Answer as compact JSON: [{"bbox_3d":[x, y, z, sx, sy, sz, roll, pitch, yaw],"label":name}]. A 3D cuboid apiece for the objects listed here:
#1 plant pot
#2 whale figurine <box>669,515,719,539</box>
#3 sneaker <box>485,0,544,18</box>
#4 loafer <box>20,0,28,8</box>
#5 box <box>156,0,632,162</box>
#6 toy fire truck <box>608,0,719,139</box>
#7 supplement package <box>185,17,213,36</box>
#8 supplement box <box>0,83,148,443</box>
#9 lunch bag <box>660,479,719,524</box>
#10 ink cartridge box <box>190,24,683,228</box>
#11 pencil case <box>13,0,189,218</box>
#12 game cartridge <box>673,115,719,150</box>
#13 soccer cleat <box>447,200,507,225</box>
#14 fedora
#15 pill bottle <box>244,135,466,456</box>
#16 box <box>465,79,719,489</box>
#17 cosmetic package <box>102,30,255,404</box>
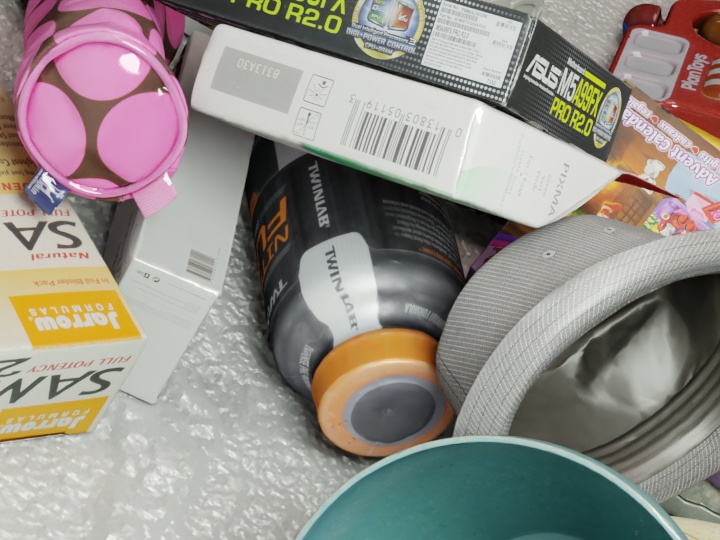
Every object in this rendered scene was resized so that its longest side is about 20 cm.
[{"bbox_3d":[0.070,0.169,1.005,0.200,0.200,0.135,43,10,13],"label":"plant pot"},{"bbox_3d":[0.156,0.180,1.131,0.200,0.104,0.159,27,42,33],"label":"whale figurine"},{"bbox_3d":[0.036,-0.162,1.449,0.080,0.077,0.200,36,30,23],"label":"sneaker"},{"bbox_3d":[-0.162,-0.182,1.306,0.073,0.071,0.200,-8,52,-42],"label":"loafer"},{"bbox_3d":[0.015,-0.112,1.121,0.199,0.044,0.160,20,1,24],"label":"box"},{"bbox_3d":[0.254,-0.136,1.557,0.167,0.113,0.200,16,34,8],"label":"toy fire truck"},{"bbox_3d":[-0.058,-0.235,1.406,0.121,0.120,0.200,26,37,-11],"label":"supplement package"},{"bbox_3d":[-0.203,-0.015,1.079,0.126,0.074,0.200,-5,51,-42],"label":"supplement box"},{"bbox_3d":[0.201,0.067,1.261,0.164,0.118,0.200,27,39,0],"label":"lunch bag"},{"bbox_3d":[0.039,-0.055,1.101,0.161,0.050,0.200,20,-1,36],"label":"ink cartridge box"},{"bbox_3d":[-0.124,-0.100,1.132,0.094,0.091,0.200,47,14,-20],"label":"pencil case"},{"bbox_3d":[0.149,-0.085,1.363,0.199,0.033,0.176,29,-1,-5],"label":"game cartridge"},{"bbox_3d":[0.063,-0.065,1.344,0.199,0.068,0.081,15,25,-28],"label":"soccer cleat"},{"bbox_3d":[0.115,0.035,1.096,0.199,0.177,0.090,-23,47,-19],"label":"fedora"},{"bbox_3d":[0.000,0.000,1.191,0.106,0.106,0.200,15,39,-24],"label":"pill bottle"},{"bbox_3d":[0.172,0.014,1.188,0.200,0.039,0.137,38,73,7],"label":"box"},{"bbox_3d":[-0.095,-0.032,1.177,0.050,0.083,0.200,22,37,-11],"label":"cosmetic package"}]
